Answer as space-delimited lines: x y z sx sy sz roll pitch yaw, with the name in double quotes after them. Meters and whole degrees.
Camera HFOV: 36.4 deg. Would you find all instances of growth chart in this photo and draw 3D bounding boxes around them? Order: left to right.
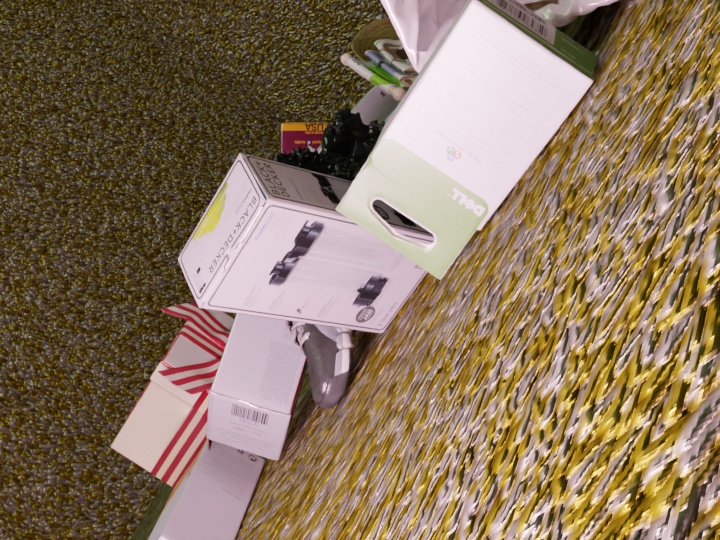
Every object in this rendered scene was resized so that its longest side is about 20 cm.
0.079 -0.226 1.136 0.198 0.144 0.018 -22 -54 -25 "growth chart"

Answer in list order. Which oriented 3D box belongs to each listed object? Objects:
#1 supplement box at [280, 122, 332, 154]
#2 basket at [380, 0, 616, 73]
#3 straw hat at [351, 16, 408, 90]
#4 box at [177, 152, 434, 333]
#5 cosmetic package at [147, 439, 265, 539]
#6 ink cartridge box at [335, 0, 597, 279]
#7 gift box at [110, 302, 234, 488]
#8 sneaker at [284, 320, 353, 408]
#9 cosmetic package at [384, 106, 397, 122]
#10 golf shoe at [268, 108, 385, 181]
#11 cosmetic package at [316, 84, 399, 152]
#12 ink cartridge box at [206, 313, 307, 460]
-0.055 -0.073 1.361 0.110 0.084 0.203 72 -162 -83 "supplement box"
0.108 -0.294 0.875 0.196 0.202 0.161 -18 19 27 "basket"
0.091 -0.216 1.214 0.202 0.198 0.086 -65 -24 -52 "straw hat"
-0.037 -0.018 0.911 0.117 0.198 0.060 -55 47 27 "box"
-0.172 0.267 1.143 0.102 0.071 0.200 -55 7 23 "cosmetic package"
0.077 -0.103 0.825 0.201 0.103 0.059 -55 6 31 "ink cartridge box"
-0.202 0.159 1.392 0.187 0.199 0.185 -53 12 27 "gift box"
-0.072 0.035 1.021 0.075 0.114 0.202 118 154 -49 "sneaker"
0.070 -0.127 1.033 0.200 0.050 0.083 -43 53 46 "cosmetic package"
-0.037 -0.069 1.003 0.200 0.077 0.095 -39 -29 -47 "golf shoe"
-0.034 -0.116 1.233 0.200 0.052 0.151 -49 4 -3 "cosmetic package"
-0.093 0.081 1.140 0.176 0.083 0.202 109 177 -61 "ink cartridge box"
